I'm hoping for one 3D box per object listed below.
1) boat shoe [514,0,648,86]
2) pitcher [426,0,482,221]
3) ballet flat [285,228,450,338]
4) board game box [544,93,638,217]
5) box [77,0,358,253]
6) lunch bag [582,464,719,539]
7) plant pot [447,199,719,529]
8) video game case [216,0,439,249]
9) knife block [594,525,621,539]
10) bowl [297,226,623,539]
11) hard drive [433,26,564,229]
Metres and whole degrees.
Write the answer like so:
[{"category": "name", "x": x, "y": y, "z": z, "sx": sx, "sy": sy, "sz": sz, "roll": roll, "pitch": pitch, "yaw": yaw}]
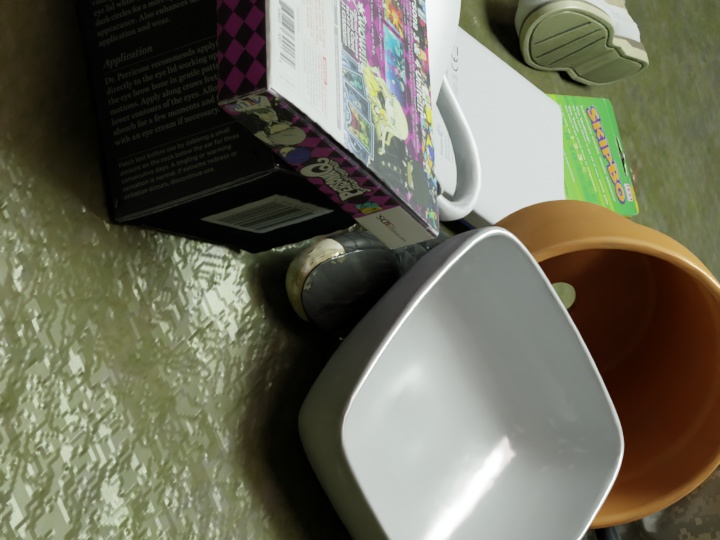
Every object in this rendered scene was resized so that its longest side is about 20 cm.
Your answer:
[{"category": "boat shoe", "x": 0.161, "y": -0.193, "z": 1.992, "sx": 0.200, "sy": 0.075, "sz": 0.069, "roll": 22, "pitch": 49, "yaw": -68}, {"category": "pitcher", "x": 0.015, "y": -0.133, "z": 1.583, "sx": 0.171, "sy": 0.121, "sz": 0.201, "roll": 12, "pitch": 72, "yaw": -55}, {"category": "ballet flat", "x": 0.000, "y": 0.000, "z": 1.569, "sx": 0.057, "sy": 0.067, "sz": 0.200, "roll": 37, "pitch": 16, "yaw": 18}, {"category": "board game box", "x": 0.157, "y": -0.083, "z": 1.960, "sx": 0.200, "sy": 0.030, "sz": 0.096, "roll": -5, "pitch": 81, "yaw": -62}, {"category": "box", "x": -0.070, "y": -0.124, "z": 1.418, "sx": 0.148, "sy": 0.104, "sz": 0.201, "roll": 15, "pitch": 62, "yaw": -61}, {"category": "lunch bag", "x": 0.230, "y": 0.194, "z": 1.739, "sx": 0.168, "sy": 0.199, "sz": 0.139, "roll": 69, "pitch": 25, "yaw": -12}, {"category": "plant pot", "x": 0.137, "y": 0.044, "z": 1.661, "sx": 0.200, "sy": 0.200, "sz": 0.140, "roll": 62, "pitch": 7, "yaw": -24}, {"category": "video game case", "x": -0.017, "y": -0.136, "z": 1.368, "sx": 0.181, "sy": 0.036, "sz": 0.201, "roll": 38, "pitch": 43, "yaw": -52}, {"category": "knife block", "x": 0.151, "y": 0.240, "z": 1.607, "sx": 0.200, "sy": 0.064, "sz": 0.176, "roll": -164, "pitch": -113, "yaw": -80}, {"category": "bowl", "x": 0.051, "y": 0.095, "z": 1.519, "sx": 0.200, "sy": 0.075, "sz": 0.200, "roll": -49, "pitch": 122, "yaw": -33}, {"category": "hard drive", "x": 0.076, "y": -0.093, "z": 1.770, "sx": 0.200, "sy": 0.025, "sz": 0.132, "roll": 32, "pitch": 50, "yaw": -48}]
